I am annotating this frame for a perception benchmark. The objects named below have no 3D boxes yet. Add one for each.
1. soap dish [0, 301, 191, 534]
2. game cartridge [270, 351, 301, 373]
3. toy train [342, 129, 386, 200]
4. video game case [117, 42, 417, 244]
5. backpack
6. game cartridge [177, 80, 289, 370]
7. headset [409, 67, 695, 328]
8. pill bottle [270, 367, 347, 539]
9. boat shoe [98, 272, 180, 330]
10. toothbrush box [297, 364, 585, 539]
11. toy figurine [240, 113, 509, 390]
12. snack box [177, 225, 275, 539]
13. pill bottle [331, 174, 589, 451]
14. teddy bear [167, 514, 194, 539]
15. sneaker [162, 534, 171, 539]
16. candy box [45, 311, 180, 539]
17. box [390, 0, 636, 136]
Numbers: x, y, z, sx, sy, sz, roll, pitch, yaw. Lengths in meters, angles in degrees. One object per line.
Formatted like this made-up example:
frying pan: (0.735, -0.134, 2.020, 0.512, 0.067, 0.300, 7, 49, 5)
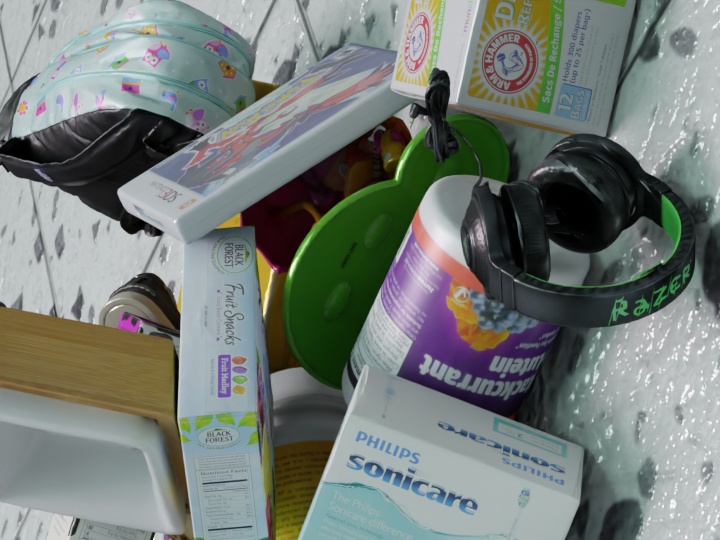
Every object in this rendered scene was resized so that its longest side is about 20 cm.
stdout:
soap dish: (-0.179, 0.095, 1.670, 0.200, 0.156, 0.082, 83, -161, -67)
game cartridge: (-0.081, 0.025, 2.022, 0.176, 0.032, 0.201, -28, 54, 59)
toy train: (0.000, 0.000, 1.848, 0.034, 0.046, 0.201, 22, 102, 48)
video game case: (-0.057, -0.088, 1.738, 0.023, 0.199, 0.182, 60, 169, -15)
backpack: (-0.166, -0.116, 1.950, 0.200, 0.166, 0.127, -20, 56, 54)
game cartridge: (-0.078, -0.039, 1.960, 0.176, 0.032, 0.201, 21, 98, 65)
headset: (0.105, -0.043, 1.509, 0.200, 0.123, 0.094, 35, 142, 41)
pill bottle: (-0.032, 0.172, 1.763, 0.113, 0.112, 0.201, -49, 39, 47)
boat shoe: (-0.120, 0.088, 1.954, 0.072, 0.200, 0.063, -24, 19, 26)
toothbrush box: (0.032, 0.180, 1.565, 0.085, 0.146, 0.201, -71, 0, -70)
toy figurine: (-0.009, -0.048, 1.746, 0.201, 0.150, 0.184, -61, 36, 11)
snack box: (-0.083, 0.086, 1.646, 0.200, 0.053, 0.143, -94, 1, -55)
pill bottle: (0.055, 0.051, 1.632, 0.201, 0.111, 0.112, -66, 28, 27)
teddy bear: (-0.107, 0.229, 1.855, 0.067, 0.145, 0.201, 21, 137, 32)
sneaker: (-0.086, 0.130, 1.899, 0.075, 0.099, 0.201, -87, 8, -50)
candy box: (-0.165, 0.135, 1.829, 0.136, 0.061, 0.201, -169, 99, -79)
box: (0.105, -0.192, 1.627, 0.101, 0.112, 0.201, 20, 100, 65)
